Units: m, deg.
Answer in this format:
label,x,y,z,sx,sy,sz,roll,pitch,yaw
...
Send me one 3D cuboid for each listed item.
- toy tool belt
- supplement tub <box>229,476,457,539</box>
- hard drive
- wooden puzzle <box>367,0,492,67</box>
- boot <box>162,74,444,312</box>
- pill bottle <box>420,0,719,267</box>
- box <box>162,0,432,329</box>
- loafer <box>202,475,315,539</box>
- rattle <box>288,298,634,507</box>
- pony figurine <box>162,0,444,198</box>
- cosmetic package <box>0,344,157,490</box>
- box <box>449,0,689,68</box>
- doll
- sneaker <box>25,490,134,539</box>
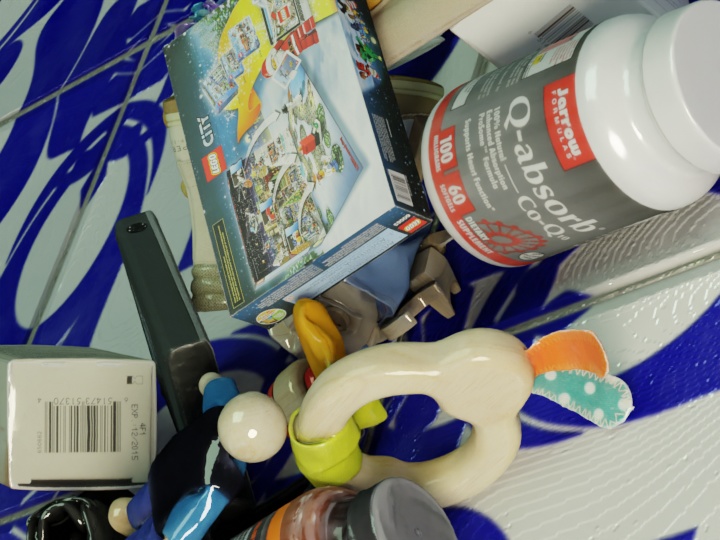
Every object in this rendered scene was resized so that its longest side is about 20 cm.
label,x,y,z,sx,sy,sz,roll,pitch,yaw
toy tool belt,0.000,0.000,1.722,0.123,0.125,0.200,-41,28,38
supplement tub,-0.038,0.190,1.567,0.200,0.107,0.107,-35,32,33
hard drive,-0.115,0.064,1.815,0.033,0.140,0.200,-17,28,-6
wooden puzzle,0.045,-0.228,1.729,0.185,0.046,0.200,-28,37,49
boot,-0.030,-0.052,1.861,0.072,0.199,0.155,-3,94,64
pill bottle,0.139,-0.080,1.602,0.200,0.116,0.116,-22,40,46
box,-0.041,-0.085,1.688,0.136,0.038,0.201,-34,57,30
loafer,-0.069,0.167,1.679,0.200,0.070,0.068,-27,29,41
rattle,0.057,0.047,1.580,0.200,0.130,0.143,-34,20,26
pony figurine,-0.054,-0.161,1.956,0.193,0.167,0.200,-38,-14,-34
cosmetic package,-0.208,0.098,1.884,0.200,0.103,0.088,-175,85,-74
box,0.128,-0.201,1.754,0.097,0.124,0.200,-39,29,27
doll,-0.098,0.120,1.631,0.200,0.048,0.137,-46,24,53
sneaker,-0.174,0.176,1.786,0.076,0.091,0.200,-25,19,6
